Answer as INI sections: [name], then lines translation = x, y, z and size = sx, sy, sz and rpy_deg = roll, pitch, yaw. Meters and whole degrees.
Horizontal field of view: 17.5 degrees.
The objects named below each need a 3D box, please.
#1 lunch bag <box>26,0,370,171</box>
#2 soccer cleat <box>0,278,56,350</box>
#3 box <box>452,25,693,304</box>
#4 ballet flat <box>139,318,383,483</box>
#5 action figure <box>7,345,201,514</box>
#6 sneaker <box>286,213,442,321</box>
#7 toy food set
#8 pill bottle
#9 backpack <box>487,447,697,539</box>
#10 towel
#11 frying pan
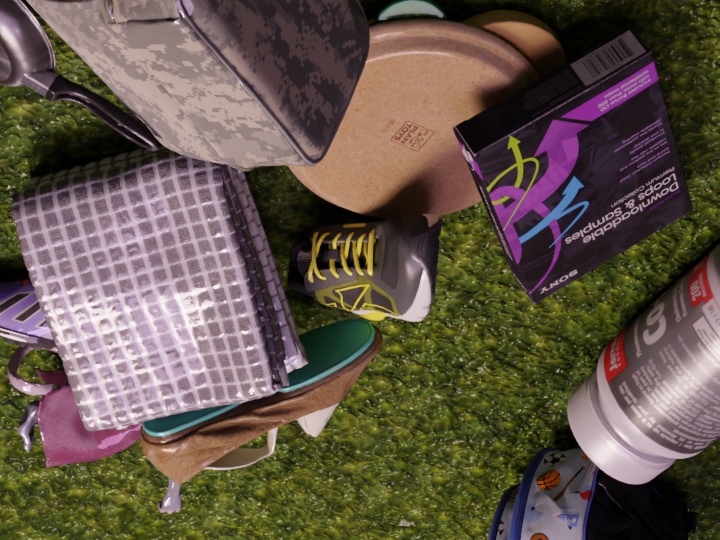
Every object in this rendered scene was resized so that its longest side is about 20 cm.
[lunch bag]
translation = -0.115, -0.164, 1.503
size = 0.168, 0.139, 0.200
rpy_deg = -2, 146, 34
[soccer cleat]
translation = -0.206, 0.022, 1.771
size = 0.200, 0.068, 0.073
rpy_deg = 9, 110, -5
[box]
translation = 0.156, -0.071, 1.660
size = 0.143, 0.036, 0.200
rpy_deg = -31, 145, -2
[ballet flat]
translation = -0.069, 0.106, 1.768
size = 0.200, 0.068, 0.072
rpy_deg = -26, 125, -12
[action figure]
translation = -0.159, 0.098, 1.827
size = 0.200, 0.134, 0.149
rpy_deg = -7, 123, 8
[sneaker]
translation = 0.000, 0.000, 1.694
size = 0.085, 0.075, 0.200
rpy_deg = 10, 167, -15
[toy food set]
translation = 0.034, -0.112, 1.643
size = 0.198, 0.049, 0.200
rpy_deg = 9, 137, -14
[pill bottle]
translation = 0.258, 0.075, 1.827
size = 0.114, 0.114, 0.200
rpy_deg = 22, 132, -27
[backpack]
translation = 0.191, 0.239, 1.967
size = 0.154, 0.200, 0.191
rpy_deg = -5, 137, 20
[towel]
translation = -0.146, 0.014, 1.682
size = 0.165, 0.086, 0.200
rpy_deg = -15, 104, 9
[frying pan]
translation = -0.228, -0.135, 1.546
size = 0.190, 0.031, 0.115
rpy_deg = 50, 152, -22
